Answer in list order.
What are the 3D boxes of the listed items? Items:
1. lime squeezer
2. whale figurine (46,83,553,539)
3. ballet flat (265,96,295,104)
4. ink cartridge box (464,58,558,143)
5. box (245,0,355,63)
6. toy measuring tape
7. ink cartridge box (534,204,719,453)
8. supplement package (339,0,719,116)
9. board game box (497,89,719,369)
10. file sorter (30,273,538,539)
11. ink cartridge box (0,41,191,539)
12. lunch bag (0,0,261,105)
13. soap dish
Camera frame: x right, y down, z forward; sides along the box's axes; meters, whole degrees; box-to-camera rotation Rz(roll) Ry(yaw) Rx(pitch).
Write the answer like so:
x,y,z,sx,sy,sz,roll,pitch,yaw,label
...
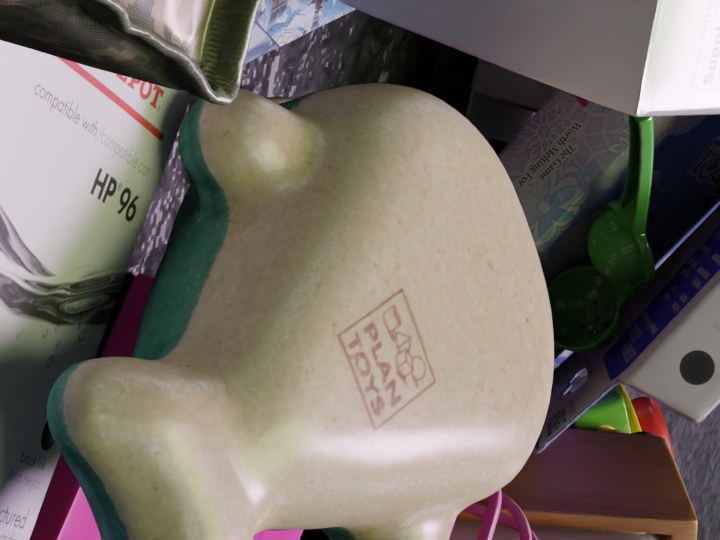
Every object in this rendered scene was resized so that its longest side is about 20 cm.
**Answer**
x,y,z,sx,sy,sz,roll,pitch,yaw,label
0.088,-0.001,0.871,0.200,0.070,0.038,-57,-145,41,lime squeezer
-0.027,0.027,0.604,0.200,0.103,0.160,-39,113,-50,whale figurine
0.000,0.000,0.810,0.200,0.069,0.070,57,50,-35,ballet flat
0.114,-0.127,1.001,0.116,0.066,0.201,5,101,-67,ink cartridge box
-0.011,-0.157,0.721,0.200,0.040,0.138,-35,137,-57,box
0.114,0.087,1.067,0.200,0.073,0.074,-124,-131,-85,toy measuring tape
0.156,0.007,0.922,0.200,0.043,0.198,-45,180,7,ink cartridge box
0.123,-0.143,0.707,0.199,0.152,0.151,-4,112,-39,supplement package
0.101,-0.025,0.951,0.199,0.043,0.200,-48,162,13,board game box
-0.020,0.114,0.770,0.140,0.125,0.200,-68,157,-15,file sorter
-0.109,-0.023,0.543,0.201,0.068,0.116,-71,159,-8,ink cartridge box
-0.079,-0.153,0.398,0.117,0.163,0.201,21,86,-62,lunch bag
0.073,0.145,0.973,0.200,0.156,0.082,82,14,-52,soap dish
